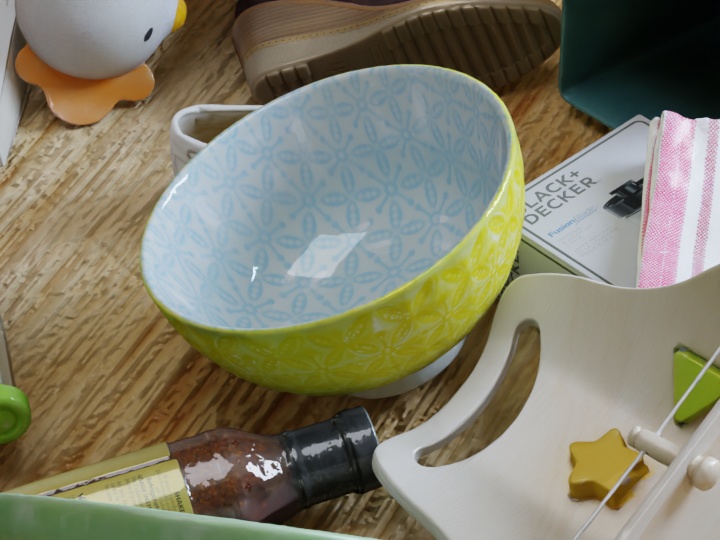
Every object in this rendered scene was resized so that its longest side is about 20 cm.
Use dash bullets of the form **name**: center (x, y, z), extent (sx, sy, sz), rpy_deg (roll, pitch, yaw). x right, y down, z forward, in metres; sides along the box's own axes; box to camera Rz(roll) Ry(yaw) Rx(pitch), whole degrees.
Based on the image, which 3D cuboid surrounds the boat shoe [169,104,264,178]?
- **boat shoe**: center (-0.011, -0.065, 1.263), extent (0.199, 0.070, 0.071), rpy_deg (4, 42, 16)

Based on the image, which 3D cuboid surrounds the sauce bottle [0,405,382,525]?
- **sauce bottle**: center (-0.087, 0.113, 1.079), extent (0.199, 0.066, 0.066), rpy_deg (-15, 41, -7)

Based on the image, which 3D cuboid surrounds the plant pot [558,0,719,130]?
- **plant pot**: center (0.234, -0.162, 1.282), extent (0.200, 0.142, 0.141), rpy_deg (-25, 42, -29)

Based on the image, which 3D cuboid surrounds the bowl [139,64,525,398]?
- **bowl**: center (0.000, 0.000, 1.147), extent (0.200, 0.108, 0.200), rpy_deg (-16, 36, 13)

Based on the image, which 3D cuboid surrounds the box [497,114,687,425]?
- **box**: center (0.170, 0.009, 1.151), extent (0.117, 0.060, 0.200), rpy_deg (-31, 45, -24)

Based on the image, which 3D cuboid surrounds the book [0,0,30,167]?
- **book**: center (-0.306, -0.107, 1.391), extent (0.199, 0.048, 0.134), rpy_deg (-4, 43, 8)

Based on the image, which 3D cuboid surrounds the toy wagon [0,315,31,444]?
- **toy wagon**: center (-0.207, -0.014, 1.143), extent (0.039, 0.200, 0.155), rpy_deg (-16, 41, -4)

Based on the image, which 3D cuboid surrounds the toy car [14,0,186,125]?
- **toy car**: center (-0.137, -0.184, 1.375), extent (0.176, 0.201, 0.184), rpy_deg (9, 5, -6)

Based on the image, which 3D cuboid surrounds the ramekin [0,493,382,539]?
- **ramekin**: center (-0.061, 0.152, 0.931), extent (0.199, 0.200, 0.098), rpy_deg (5, 82, 16)

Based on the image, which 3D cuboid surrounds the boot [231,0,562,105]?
- **boot**: center (0.019, -0.175, 1.382), extent (0.199, 0.072, 0.167), rpy_deg (-9, 42, 7)

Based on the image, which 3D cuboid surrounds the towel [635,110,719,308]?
- **towel**: center (0.236, -0.025, 1.109), extent (0.199, 0.030, 0.147), rpy_deg (1, 42, 10)

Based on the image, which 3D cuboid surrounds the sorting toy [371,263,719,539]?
- **sorting toy**: center (0.102, 0.078, 1.033), extent (0.180, 0.107, 0.200), rpy_deg (27, 68, 37)
